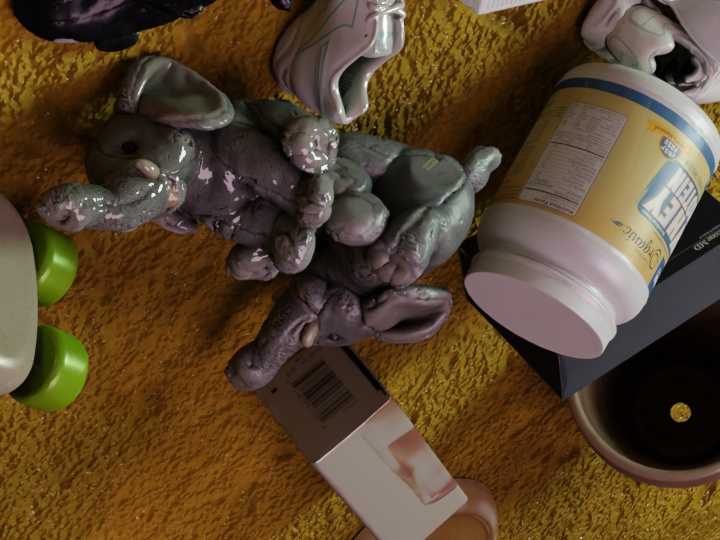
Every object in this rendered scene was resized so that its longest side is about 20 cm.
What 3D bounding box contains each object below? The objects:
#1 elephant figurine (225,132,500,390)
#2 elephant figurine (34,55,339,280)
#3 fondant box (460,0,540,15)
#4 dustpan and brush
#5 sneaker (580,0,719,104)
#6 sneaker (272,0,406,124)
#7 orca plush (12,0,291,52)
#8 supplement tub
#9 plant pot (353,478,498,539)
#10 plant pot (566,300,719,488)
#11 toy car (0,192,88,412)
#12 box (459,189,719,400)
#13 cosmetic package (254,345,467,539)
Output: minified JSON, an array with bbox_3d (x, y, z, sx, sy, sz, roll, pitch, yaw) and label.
[{"bbox_3d":[0.000,0.000,1.596,0.155,0.142,0.200,16,133,-2],"label":"elephant figurine"},{"bbox_3d":[-0.124,-0.076,1.414,0.200,0.155,0.142,12,83,-19],"label":"elephant figurine"},{"bbox_3d":[0.161,-0.277,1.528,0.200,0.058,0.144,-17,136,-32],"label":"fondant box"},{"bbox_3d":[0.270,-0.212,1.661,0.057,0.140,0.200,-35,129,29],"label":"dustpan and brush"},{"bbox_3d":[0.260,-0.168,1.706,0.200,0.081,0.075,14,113,-50],"label":"sneaker"},{"bbox_3d":[0.007,-0.193,1.452,0.070,0.080,0.200,-3,126,-38],"label":"sneaker"},{"bbox_3d":[-0.121,-0.173,1.358,0.200,0.071,0.105,-3,127,-41],"label":"orca plush"},{"bbox_3d":[0.181,-0.047,1.646,0.200,0.145,0.145,-60,146,-17],"label":"supplement tub"},{"bbox_3d":[0.055,0.283,1.994,0.200,0.027,0.200,-25,140,-24],"label":"plant pot"},{"bbox_3d":[0.293,0.112,1.942,0.200,0.200,0.175,-41,162,-3],"label":"plant pot"},{"bbox_3d":[-0.309,0.039,1.375,0.200,0.158,0.164,-27,147,27],"label":"toy car"},{"bbox_3d":[0.206,-0.005,1.761,0.200,0.141,0.079,-31,141,-15],"label":"box"},{"bbox_3d":[0.003,0.146,1.754,0.087,0.103,0.200,-39,144,-4],"label":"cosmetic package"}]
